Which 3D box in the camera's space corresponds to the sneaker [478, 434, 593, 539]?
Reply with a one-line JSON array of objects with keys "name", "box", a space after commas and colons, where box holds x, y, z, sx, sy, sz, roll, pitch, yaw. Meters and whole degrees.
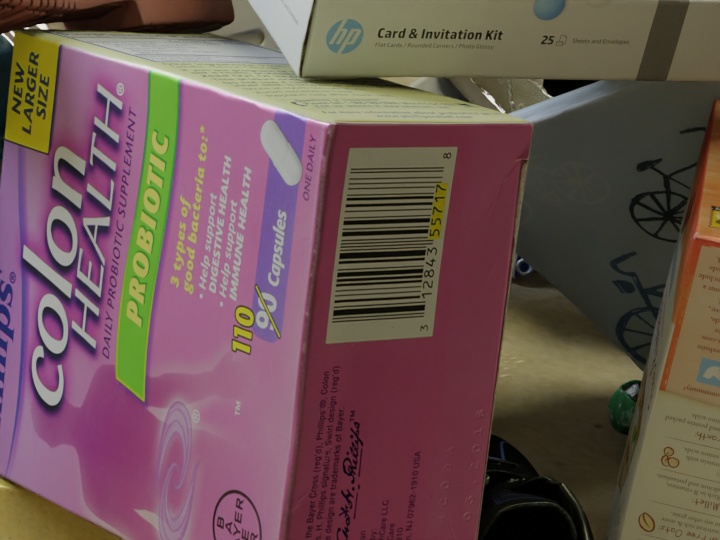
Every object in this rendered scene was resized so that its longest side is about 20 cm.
[{"name": "sneaker", "box": [0.061, 0.106, 1.082, 0.070, 0.078, 0.200, 4, 27, -9]}]

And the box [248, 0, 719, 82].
[{"name": "box", "box": [0.047, -0.126, 1.057, 0.199, 0.041, 0.156, -2, 33, -21]}]

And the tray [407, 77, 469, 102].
[{"name": "tray", "box": [0.109, -0.033, 1.366, 0.200, 0.022, 0.107, 42, 34, 7]}]

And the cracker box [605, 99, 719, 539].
[{"name": "cracker box", "box": [0.141, 0.050, 1.077, 0.057, 0.201, 0.134, 12, 27, 5]}]

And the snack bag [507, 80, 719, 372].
[{"name": "snack bag", "box": [0.144, -0.020, 1.188, 0.188, 0.200, 0.021, -18, 39, 48]}]

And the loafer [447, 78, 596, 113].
[{"name": "loafer", "box": [0.095, -0.097, 1.349, 0.076, 0.067, 0.200, 2, 47, -42]}]

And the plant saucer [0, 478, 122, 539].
[{"name": "plant saucer", "box": [-0.075, 0.153, 0.981, 0.199, 0.049, 0.200, 7, 27, -4]}]

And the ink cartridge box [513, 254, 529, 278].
[{"name": "ink cartridge box", "box": [0.016, -0.059, 1.444, 0.199, 0.044, 0.094, 19, 27, 22]}]

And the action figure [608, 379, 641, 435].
[{"name": "action figure", "box": [0.209, 0.080, 1.214, 0.199, 0.055, 0.118, 9, 28, 11]}]

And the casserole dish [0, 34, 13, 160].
[{"name": "casserole dish", "box": [-0.222, -0.090, 1.107, 0.200, 0.039, 0.121, 22, 31, 33]}]

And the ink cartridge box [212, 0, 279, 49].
[{"name": "ink cartridge box", "box": [-0.124, -0.162, 1.510, 0.146, 0.083, 0.200, -15, 21, -31]}]

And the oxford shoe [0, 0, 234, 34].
[{"name": "oxford shoe", "box": [-0.134, -0.130, 1.058, 0.071, 0.074, 0.200, -6, -2, 39]}]

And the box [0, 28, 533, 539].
[{"name": "box", "box": [-0.046, 0.011, 1.008, 0.096, 0.177, 0.200, -2, 15, -39]}]

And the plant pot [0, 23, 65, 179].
[{"name": "plant pot", "box": [-0.149, -0.042, 1.201, 0.093, 0.201, 0.201, -26, 40, -28]}]
